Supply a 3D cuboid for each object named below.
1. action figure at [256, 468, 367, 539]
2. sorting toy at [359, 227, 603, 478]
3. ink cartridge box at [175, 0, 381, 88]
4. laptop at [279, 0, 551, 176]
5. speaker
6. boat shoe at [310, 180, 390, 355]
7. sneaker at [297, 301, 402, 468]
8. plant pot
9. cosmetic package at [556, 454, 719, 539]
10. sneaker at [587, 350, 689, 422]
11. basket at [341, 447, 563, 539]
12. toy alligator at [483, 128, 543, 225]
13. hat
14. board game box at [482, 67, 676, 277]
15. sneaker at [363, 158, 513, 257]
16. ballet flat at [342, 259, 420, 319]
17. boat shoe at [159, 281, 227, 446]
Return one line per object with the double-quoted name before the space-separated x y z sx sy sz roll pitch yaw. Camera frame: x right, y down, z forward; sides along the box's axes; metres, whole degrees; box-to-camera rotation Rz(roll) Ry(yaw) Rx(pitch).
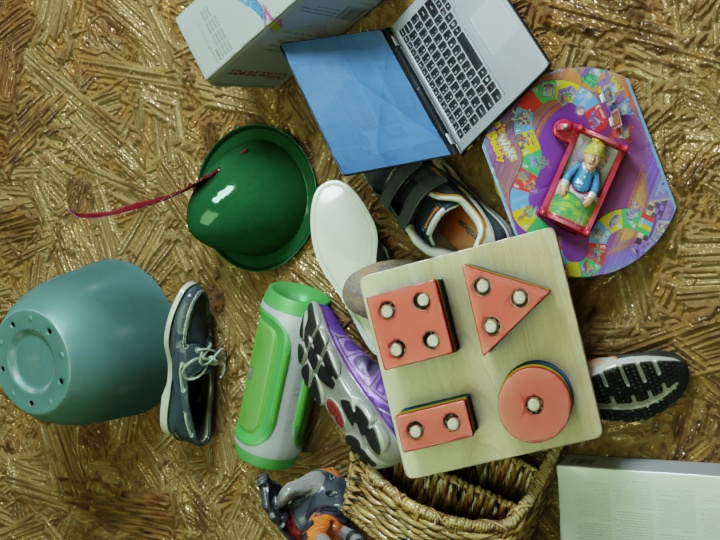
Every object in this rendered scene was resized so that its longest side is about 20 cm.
"action figure" -0.021 0.297 1.262 0.104 0.194 0.201 -33 123 8
"sorting toy" 0.110 0.082 1.081 0.195 0.070 0.204 -14 88 12
"ink cartridge box" -0.075 -0.285 1.207 0.199 0.145 0.084 -34 80 28
"laptop" 0.049 -0.212 1.132 0.200 0.115 0.189 -44 54 26
"speaker" -0.089 0.120 1.308 0.087 0.088 0.203 20 106 25
"boat shoe" 0.000 0.000 1.251 0.072 0.062 0.203 -24 87 5
"sneaker" -0.001 0.117 1.203 0.201 0.082 0.081 56 143 26
"plant pot" -0.348 0.098 1.406 0.198 0.160 0.205 5 100 28
"cosmetic package" 0.297 0.267 1.133 0.197 0.051 0.154 -1 95 29
"sneaker" 0.225 0.110 1.141 0.197 0.080 0.075 -14 119 13
"basket" 0.089 0.212 1.189 0.198 0.142 0.151 23 108 24
"toy alligator" 0.164 -0.084 1.160 0.054 0.058 0.203 167 87 -71
"hat" -0.170 -0.067 1.272 0.199 0.175 0.167 -39 79 27
"board game box" 0.210 -0.094 1.098 0.156 0.039 0.203 -21 89 5
"sneaker" 0.069 -0.074 1.197 0.199 0.079 0.079 38 114 21
"ballet flat" 0.076 0.023 1.177 0.196 0.067 0.069 1 90 7
"boat shoe" -0.199 0.115 1.374 0.061 0.075 0.204 17 107 27
